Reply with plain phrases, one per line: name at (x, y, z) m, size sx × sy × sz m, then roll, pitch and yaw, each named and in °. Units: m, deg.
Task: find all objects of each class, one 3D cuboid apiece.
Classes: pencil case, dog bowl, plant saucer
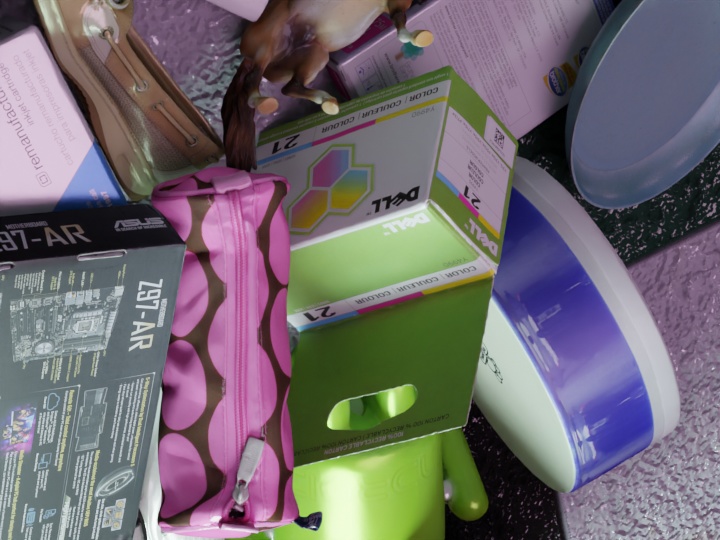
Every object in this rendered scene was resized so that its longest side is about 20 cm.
pencil case at (-0.071, 0.043, 1.015) m, size 0.090 × 0.094 × 0.202 m, roll -4°, pitch 88°, yaw -1°
dog bowl at (0.108, 0.034, 1.162) m, size 0.079 × 0.200 × 0.201 m, roll -31°, pitch 124°, yaw -10°
plant saucer at (0.199, -0.131, 1.208) m, size 0.200 × 0.027 × 0.201 m, roll -32°, pitch 145°, yaw -26°

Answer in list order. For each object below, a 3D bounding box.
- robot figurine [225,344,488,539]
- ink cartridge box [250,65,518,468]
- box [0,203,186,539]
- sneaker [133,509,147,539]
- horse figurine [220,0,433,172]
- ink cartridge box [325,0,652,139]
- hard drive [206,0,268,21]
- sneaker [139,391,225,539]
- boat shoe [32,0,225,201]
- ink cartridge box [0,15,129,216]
robot figurine at (-0.004, 0.141, 1.201) m, size 0.174 × 0.116 × 0.201 m, roll -12°, pitch 119°, yaw -17°
ink cartridge box at (0.000, 0.000, 1.058) m, size 0.076 × 0.147 × 0.201 m, roll 44°, pitch 43°, yaw -36°
box at (-0.183, 0.067, 0.973) m, size 0.159 × 0.044 × 0.201 m, roll -8°, pitch 126°, yaw -31°
sneaker at (-0.199, 0.096, 1.101) m, size 0.075 × 0.079 × 0.201 m, roll -31°, pitch 104°, yaw -7°
horse figurine at (-0.012, -0.140, 1.073) m, size 0.200 × 0.133 × 0.050 m, roll -37°, pitch 119°, yaw 4°
ink cartridge box at (0.082, -0.140, 1.163) m, size 0.199 × 0.042 × 0.120 m, roll -34°, pitch 126°, yaw -9°
hard drive at (-0.112, -0.233, 1.017) m, size 0.199 × 0.026 × 0.132 m, roll 21°, pitch 102°, yaw -35°
sneaker at (-0.089, 0.103, 1.133) m, size 0.087 × 0.076 × 0.201 m, roll 1°, pitch 112°, yaw 10°
boat shoe at (-0.132, -0.125, 1.017) m, size 0.063 × 0.073 × 0.201 m, roll -21°, pitch 129°, yaw 0°
ink cartridge box at (-0.233, -0.024, 0.995) m, size 0.199 × 0.084 × 0.145 m, roll -31°, pitch 109°, yaw -13°
